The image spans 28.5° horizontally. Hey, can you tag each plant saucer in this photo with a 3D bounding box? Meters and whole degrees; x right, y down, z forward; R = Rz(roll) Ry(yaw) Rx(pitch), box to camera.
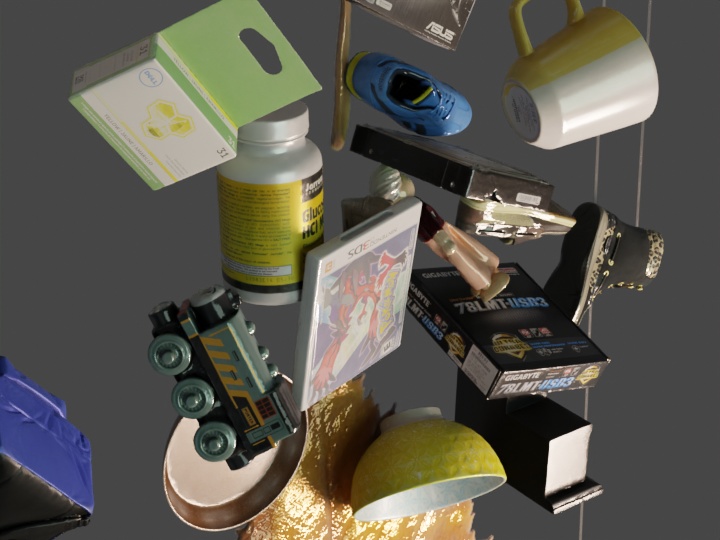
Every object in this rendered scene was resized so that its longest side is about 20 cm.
[{"bbox_3d":[-0.148,0.200,1.626,0.199,0.034,0.202,-17,118,-35],"label":"plant saucer"}]

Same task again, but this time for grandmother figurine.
[{"bbox_3d":[0.085,-0.050,1.662,0.200,0.121,0.061,44,79,-18],"label":"grandmother figurine"}]

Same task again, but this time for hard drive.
[{"bbox_3d":[0.101,-0.116,1.584,0.139,0.199,0.038,8,102,-42],"label":"hard drive"}]

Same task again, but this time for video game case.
[{"bbox_3d":[-0.004,0.036,1.562,0.182,0.023,0.202,-31,139,-44],"label":"video game case"}]

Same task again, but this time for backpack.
[{"bbox_3d":[-0.371,0.194,1.341,0.199,0.169,0.163,-30,130,14],"label":"backpack"}]

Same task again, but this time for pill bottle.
[{"bbox_3d":[-0.094,-0.075,1.492,0.112,0.112,0.202,-19,121,-34],"label":"pill bottle"}]

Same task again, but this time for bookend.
[{"bbox_3d":[0.218,0.170,1.819,0.091,0.198,0.202,-15,118,-33],"label":"bookend"}]

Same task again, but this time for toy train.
[{"bbox_3d":[-0.145,0.112,1.505,0.113,0.085,0.201,-25,102,5],"label":"toy train"}]

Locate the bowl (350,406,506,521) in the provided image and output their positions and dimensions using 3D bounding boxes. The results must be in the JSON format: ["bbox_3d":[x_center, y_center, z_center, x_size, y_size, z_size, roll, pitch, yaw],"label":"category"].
[{"bbox_3d":[0.074,0.233,1.769,0.199,0.200,0.109,4,65,-42],"label":"bowl"}]

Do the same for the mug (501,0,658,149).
[{"bbox_3d":[0.245,-0.236,1.727,0.152,0.187,0.150,-26,158,-19],"label":"mug"}]

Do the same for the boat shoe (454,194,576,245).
[{"bbox_3d":[0.189,-0.066,1.784,0.199,0.073,0.065,10,114,-40],"label":"boat shoe"}]

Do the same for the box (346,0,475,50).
[{"bbox_3d":[0.056,-0.348,1.544,0.199,0.048,0.160,18,97,-45],"label":"box"}]

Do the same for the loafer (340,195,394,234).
[{"bbox_3d":[0.000,0.000,1.649,0.070,0.069,0.202,-69,167,-56],"label":"loafer"}]

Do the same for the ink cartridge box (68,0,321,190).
[{"bbox_3d":[-0.156,-0.169,1.360,0.198,0.048,0.146,-20,135,21],"label":"ink cartridge box"}]

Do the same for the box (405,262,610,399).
[{"bbox_3d":[0.173,0.069,1.733,0.199,0.199,0.050,-2,130,-40],"label":"box"}]

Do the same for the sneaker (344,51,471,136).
[{"bbox_3d":[0.071,-0.191,1.611,0.199,0.078,0.066,19,95,-46],"label":"sneaker"}]

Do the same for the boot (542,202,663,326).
[{"bbox_3d":[0.330,0.021,1.931,0.153,0.073,0.205,13,97,-39],"label":"boot"}]
